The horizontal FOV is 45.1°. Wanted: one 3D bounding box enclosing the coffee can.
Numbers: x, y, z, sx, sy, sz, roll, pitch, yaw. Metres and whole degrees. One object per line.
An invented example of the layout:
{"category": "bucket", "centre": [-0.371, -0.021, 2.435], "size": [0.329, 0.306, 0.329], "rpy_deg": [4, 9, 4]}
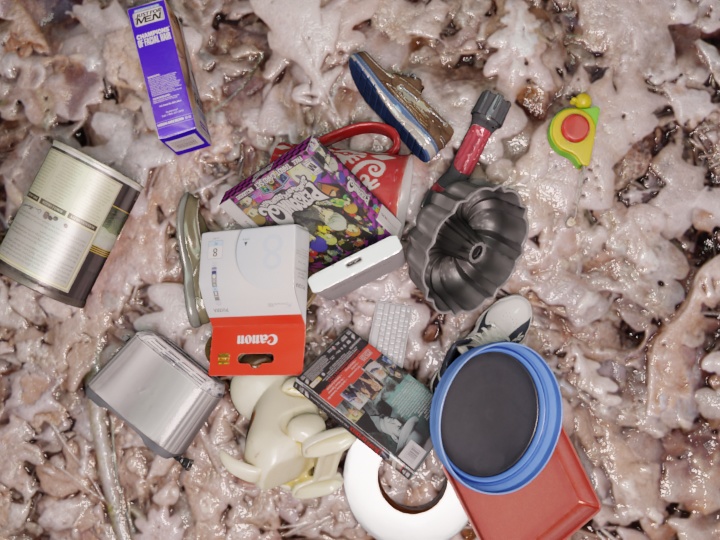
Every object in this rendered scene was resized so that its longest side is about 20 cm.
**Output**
{"category": "coffee can", "centre": [-0.428, -0.067, 1.273], "size": [0.145, 0.146, 0.202], "rpy_deg": [26, 86, 5]}

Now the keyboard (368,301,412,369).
{"category": "keyboard", "centre": [0.034, 0.137, 1.260], "size": [0.055, 0.011, 0.202], "rpy_deg": [11, 61, 1]}

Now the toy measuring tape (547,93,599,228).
{"category": "toy measuring tape", "centre": [0.304, -0.167, 1.286], "size": [0.072, 0.074, 0.203], "rpy_deg": [12, 85, 4]}

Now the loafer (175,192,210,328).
{"category": "loafer", "centre": [-0.236, -0.018, 1.303], "size": [0.069, 0.075, 0.203], "rpy_deg": [-7, 89, -10]}

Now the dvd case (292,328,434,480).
{"category": "dvd case", "centre": [0.023, 0.177, 1.185], "size": [0.199, 0.146, 0.022], "rpy_deg": [35, 129, 11]}

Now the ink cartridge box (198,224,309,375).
{"category": "ink cartridge box", "centre": [-0.152, 0.042, 1.205], "size": [0.158, 0.047, 0.203], "rpy_deg": [-4, 77, 26]}

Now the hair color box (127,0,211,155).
{"category": "hair color box", "centre": [-0.285, -0.287, 1.305], "size": [0.064, 0.109, 0.203], "rpy_deg": [-16, 85, 1]}

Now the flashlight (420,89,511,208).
{"category": "flashlight", "centre": [0.160, -0.168, 1.289], "size": [0.067, 0.068, 0.202], "rpy_deg": [28, 91, 39]}

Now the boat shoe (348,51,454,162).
{"category": "boat shoe", "centre": [0.062, -0.258, 1.311], "size": [0.072, 0.072, 0.201], "rpy_deg": [-38, 87, -13]}

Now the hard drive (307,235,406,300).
{"category": "hard drive", "centre": [0.000, 0.000, 1.216], "size": [0.131, 0.200, 0.027], "rpy_deg": [-26, 84, 2]}

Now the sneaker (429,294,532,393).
{"category": "sneaker", "centre": [0.177, 0.114, 1.234], "size": [0.199, 0.130, 0.080], "rpy_deg": [-41, 85, -1]}

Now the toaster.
{"category": "toaster", "centre": [-0.287, 0.180, 1.260], "size": [0.199, 0.114, 0.130], "rpy_deg": [37, 85, 10]}

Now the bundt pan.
{"category": "bundt pan", "centre": [0.144, -0.040, 1.235], "size": [0.203, 0.202, 0.076], "rpy_deg": [-51, 45, -3]}

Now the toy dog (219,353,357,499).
{"category": "toy dog", "centre": [-0.119, 0.213, 1.230], "size": [0.191, 0.141, 0.201], "rpy_deg": [-13, 45, -19]}

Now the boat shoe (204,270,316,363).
{"category": "boat shoe", "centre": [-0.141, 0.071, 1.286], "size": [0.199, 0.066, 0.074], "rpy_deg": [-36, 76, 3]}

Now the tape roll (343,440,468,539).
{"category": "tape roll", "centre": [0.075, 0.295, 1.255], "size": [0.197, 0.066, 0.204], "rpy_deg": [0, 85, 4]}

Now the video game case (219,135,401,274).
{"category": "video game case", "centre": [-0.072, -0.079, 1.209], "size": [0.181, 0.199, 0.036], "rpy_deg": [43, 46, -25]}

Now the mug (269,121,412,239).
{"category": "mug", "centre": [-0.027, -0.130, 1.288], "size": [0.197, 0.178, 0.135], "rpy_deg": [9, 127, 8]}

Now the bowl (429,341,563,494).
{"category": "bowl", "centre": [0.181, 0.195, 1.161], "size": [0.198, 0.039, 0.204], "rpy_deg": [-1, 93, -25]}

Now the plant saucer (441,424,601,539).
{"category": "plant saucer", "centre": [0.222, 0.302, 1.220], "size": [0.198, 0.037, 0.202], "rpy_deg": [-30, 95, -23]}
